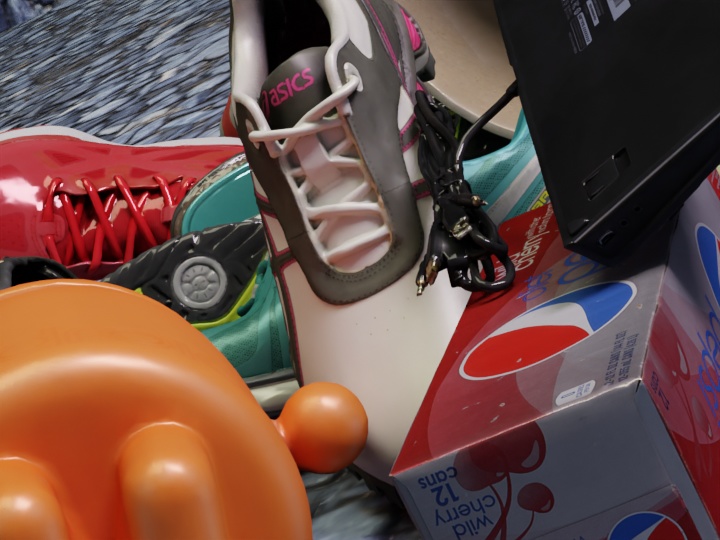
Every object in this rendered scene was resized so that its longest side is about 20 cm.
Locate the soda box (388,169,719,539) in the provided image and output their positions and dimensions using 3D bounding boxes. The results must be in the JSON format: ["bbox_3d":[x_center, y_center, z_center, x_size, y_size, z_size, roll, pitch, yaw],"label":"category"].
[{"bbox_3d":[0.066,0.031,0.681,0.070,0.063,0.200,-23,12,18],"label":"soda box"}]

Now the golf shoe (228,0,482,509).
[{"bbox_3d":[-0.006,-0.018,0.789,0.077,0.088,0.200,-27,53,12],"label":"golf shoe"}]

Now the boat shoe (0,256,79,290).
[{"bbox_3d":[-0.136,0.032,1.024,0.063,0.074,0.201,-14,-2,7],"label":"boat shoe"}]

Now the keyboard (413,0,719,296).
[{"bbox_3d":[0.059,-0.059,0.730,0.127,0.021,0.200,-42,25,19],"label":"keyboard"}]

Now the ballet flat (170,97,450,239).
[{"bbox_3d":[0.014,-0.034,1.059,0.200,0.068,0.068,-18,1,-13],"label":"ballet flat"}]

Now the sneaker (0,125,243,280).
[{"bbox_3d":[-0.096,-0.029,1.121,0.200,0.078,0.115,-12,8,-31],"label":"sneaker"}]

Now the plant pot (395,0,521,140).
[{"bbox_3d":[0.120,-0.156,0.955,0.187,0.188,0.200,-16,4,37],"label":"plant pot"}]

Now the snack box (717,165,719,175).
[{"bbox_3d":[0.171,-0.059,0.892,0.116,0.037,0.200,-22,13,26],"label":"snack box"}]

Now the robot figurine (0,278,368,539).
[{"bbox_3d":[-0.076,0.065,0.712,0.144,0.117,0.200,-50,15,0],"label":"robot figurine"}]

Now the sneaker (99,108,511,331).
[{"bbox_3d":[-0.020,0.010,0.960,0.200,0.076,0.076,-24,-8,1],"label":"sneaker"}]

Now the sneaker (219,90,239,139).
[{"bbox_3d":[0.015,-0.095,1.268,0.200,0.070,0.093,-20,-19,-31],"label":"sneaker"}]

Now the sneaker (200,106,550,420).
[{"bbox_3d":[0.000,0.000,0.881,0.200,0.080,0.078,-25,-1,-2],"label":"sneaker"}]
